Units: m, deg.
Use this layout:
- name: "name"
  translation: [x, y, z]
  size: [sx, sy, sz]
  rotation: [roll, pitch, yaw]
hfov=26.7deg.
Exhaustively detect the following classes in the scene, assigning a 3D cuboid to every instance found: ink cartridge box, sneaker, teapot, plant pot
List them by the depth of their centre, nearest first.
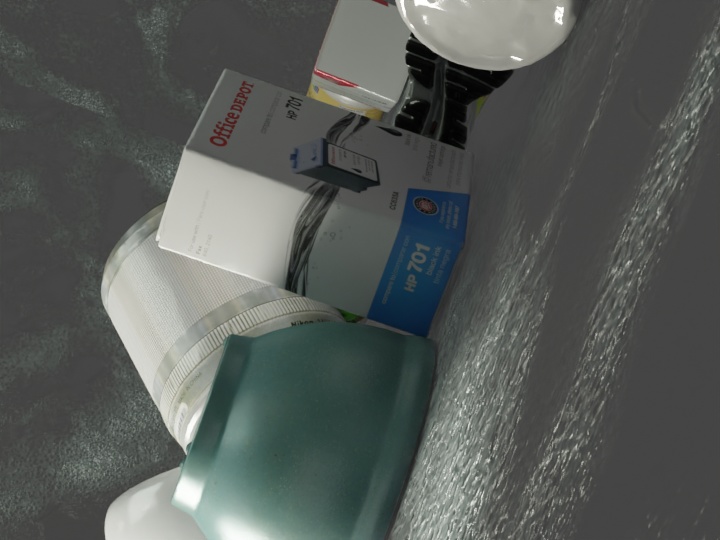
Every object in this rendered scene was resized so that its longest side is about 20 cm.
- name: "plant pot"
  translation: [-0.046, 0.119, 1.006]
  size: [0.200, 0.133, 0.202]
  rotation: [-161, 90, -86]
- name: "ink cartridge box"
  translation: [-0.027, -0.050, 1.074]
  size: [0.147, 0.198, 0.086]
  rotation: [-78, 8, -60]
- name: "sneaker"
  translation: [0.077, -0.168, 1.128]
  size: [0.091, 0.078, 0.200]
  rotation: [-65, 2, -29]
- name: "teapot"
  translation: [-0.111, 0.242, 1.267]
  size: [0.200, 0.196, 0.147]
  rotation: [54, -164, -71]
- name: "ink cartridge box"
  translation: [0.010, -0.351, 2.447]
  size: [0.200, 0.144, 0.146]
  rotation: [-170, 99, -86]

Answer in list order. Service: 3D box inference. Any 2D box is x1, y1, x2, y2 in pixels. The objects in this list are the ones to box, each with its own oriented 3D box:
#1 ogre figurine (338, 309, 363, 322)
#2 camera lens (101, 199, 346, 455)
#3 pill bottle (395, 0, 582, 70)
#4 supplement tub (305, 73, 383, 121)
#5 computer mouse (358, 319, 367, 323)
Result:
- name: "ogre figurine"
  translation: [0.000, 0.000, 1.298]
  size: [0.201, 0.098, 0.120]
  rotation: [-54, -10, 17]
- name: "camera lens"
  translation: [-0.101, 0.047, 1.189]
  size: [0.201, 0.159, 0.161]
  rotation: [57, 143, 30]
- name: "pill bottle"
  translation: [0.091, -0.228, 0.923]
  size: [0.113, 0.111, 0.201]
  rotation: [115, 173, -52]
- name: "supplement tub"
  translation: [-0.025, -0.313, 2.757]
  size: [0.146, 0.144, 0.201]
  rotation: [-74, 5, -46]
- name: "computer mouse"
  translation: [0.000, -0.003, 1.557]
  size: [0.200, 0.052, 0.140]
  rotation: [118, 169, -67]
